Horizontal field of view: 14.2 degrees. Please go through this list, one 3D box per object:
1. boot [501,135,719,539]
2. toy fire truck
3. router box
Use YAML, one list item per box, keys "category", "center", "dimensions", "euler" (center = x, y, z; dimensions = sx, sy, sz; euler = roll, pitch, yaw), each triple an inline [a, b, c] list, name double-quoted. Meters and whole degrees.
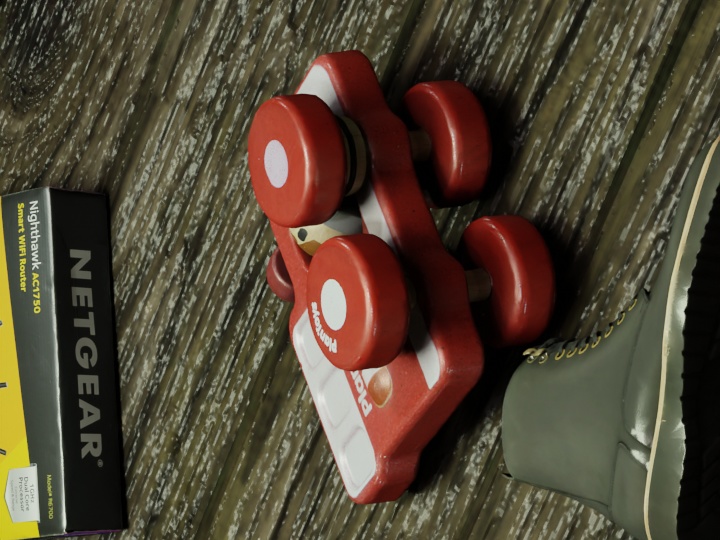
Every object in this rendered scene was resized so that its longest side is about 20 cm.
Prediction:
- category: "boot"
  center: [0.126, 0.026, 1.370]
  dimensions: [0.138, 0.077, 0.201]
  euler: [17, 98, 47]
- category: "toy fire truck"
  center: [0.000, 0.000, 1.475]
  dimensions: [0.168, 0.112, 0.201]
  euler: [-54, 52, 50]
- category: "router box"
  center: [-0.211, 0.060, 1.694]
  dimensions: [0.149, 0.051, 0.201]
  euler: [-10, 81, 41]
